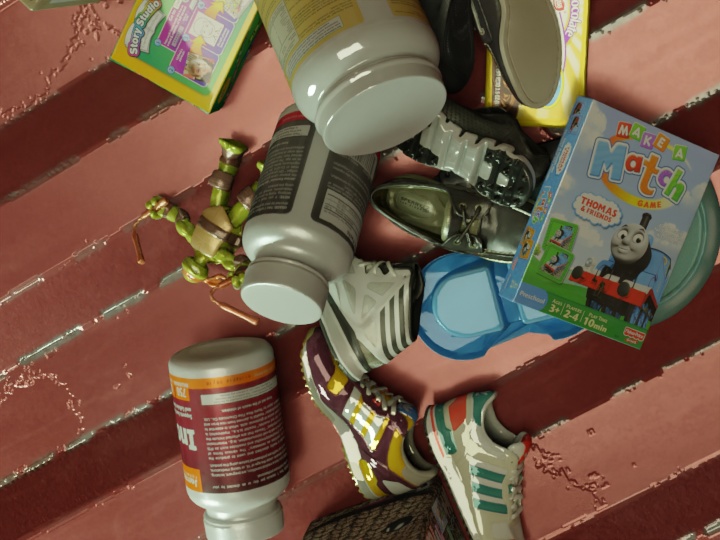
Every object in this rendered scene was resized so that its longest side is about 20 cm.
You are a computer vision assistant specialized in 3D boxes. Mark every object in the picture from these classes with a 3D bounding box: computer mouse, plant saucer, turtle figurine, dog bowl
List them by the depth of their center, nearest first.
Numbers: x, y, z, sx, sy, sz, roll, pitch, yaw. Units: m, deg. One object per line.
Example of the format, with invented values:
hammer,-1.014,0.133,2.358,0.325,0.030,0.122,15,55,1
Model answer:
computer mouse,0.063,-0.265,1.467,0.052,0.138,0.202,-19,115,-29
plant saucer,0.259,-0.040,1.484,0.198,0.027,0.202,0,95,-3
dog bowl,0.149,0.021,1.544,0.198,0.050,0.112,-14,99,11
turtle figurine,-0.138,-0.044,1.564,0.200,0.064,0.162,36,101,33

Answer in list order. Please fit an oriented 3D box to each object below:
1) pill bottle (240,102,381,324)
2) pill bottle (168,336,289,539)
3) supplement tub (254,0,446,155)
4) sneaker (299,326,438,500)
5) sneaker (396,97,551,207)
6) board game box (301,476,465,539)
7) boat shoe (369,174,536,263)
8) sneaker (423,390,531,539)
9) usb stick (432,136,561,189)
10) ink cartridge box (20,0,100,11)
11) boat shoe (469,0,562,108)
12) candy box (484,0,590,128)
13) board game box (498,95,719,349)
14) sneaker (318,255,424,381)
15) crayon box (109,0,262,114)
pill bottle,-0.051,-0.055,1.470,0.110,0.111,0.201,12,63,7
pill bottle,-0.134,0.179,1.592,0.112,0.113,0.202,-5,101,10
supplement tub,-0.012,-0.225,1.417,0.145,0.145,0.201,-28,66,14
sneaker,0.012,0.139,1.577,0.090,0.075,0.201,-20,107,24
sneaker,0.102,-0.133,1.484,0.199,0.090,0.067,33,127,22
board game box,0.016,0.311,1.550,0.158,0.200,0.098,-22,98,13
boat shoe,0.098,-0.048,1.483,0.200,0.066,0.072,18,107,30
sneaker,0.144,0.217,1.575,0.093,0.070,0.201,-24,94,19
usb stick,0.172,-0.098,1.523,0.198,0.033,0.056,-14,100,12
ink cartridge box,-0.258,-0.337,1.458,0.075,0.200,0.165,44,106,-2
boat shoe,0.139,-0.254,1.468,0.072,0.063,0.202,-25,104,-29
candy box,0.176,-0.243,1.495,0.101,0.026,0.202,3,102,8
board game box,0.235,-0.044,1.432,0.150,0.037,0.202,19,94,-22
sneaker,0.000,0.000,1.538,0.115,0.076,0.202,-28,72,9
crayon box,-0.155,-0.274,1.527,0.118,0.058,0.201,29,105,3
